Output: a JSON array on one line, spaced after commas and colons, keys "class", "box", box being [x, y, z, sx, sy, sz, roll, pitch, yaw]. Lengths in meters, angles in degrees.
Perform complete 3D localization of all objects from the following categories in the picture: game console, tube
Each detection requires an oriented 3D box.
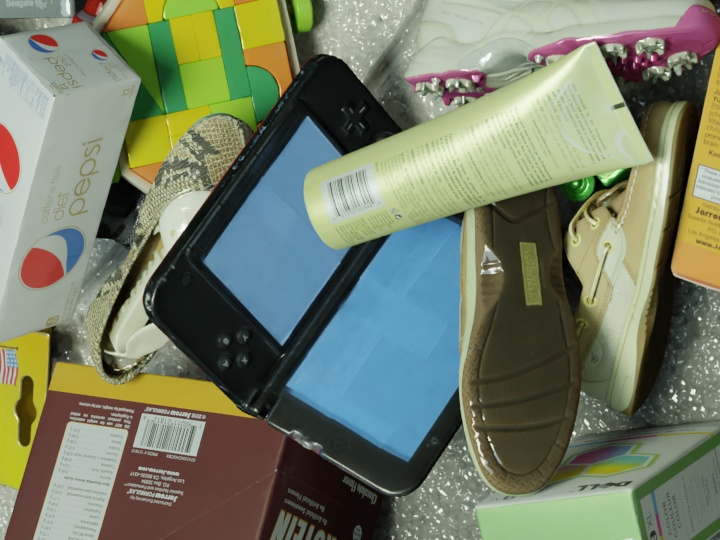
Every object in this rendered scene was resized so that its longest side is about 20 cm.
[{"class": "game console", "box": [0.000, 0.000, 1.353, 0.118, 0.201, 0.172, 14, 154, 49]}, {"class": "tube", "box": [0.063, -0.063, 1.281, 0.199, 0.058, 0.052, -19, 63, 29]}]

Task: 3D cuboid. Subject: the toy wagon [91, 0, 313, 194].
[{"class": "toy wagon", "box": [-0.094, -0.096, 1.434, 0.040, 0.154, 0.201, -169, 67, -75]}]

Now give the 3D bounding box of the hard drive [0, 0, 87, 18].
[{"class": "hard drive", "box": [-0.251, -0.273, 1.556, 0.139, 0.033, 0.202, 3, 103, 32]}]

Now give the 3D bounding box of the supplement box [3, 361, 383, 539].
[{"class": "supplement box", "box": [-0.112, 0.183, 1.462, 0.196, 0.133, 0.201, 5, 72, 31]}]

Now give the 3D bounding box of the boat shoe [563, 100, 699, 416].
[{"class": "boat shoe", "box": [0.151, -0.010, 1.322, 0.066, 0.074, 0.201, 18, 118, 18]}]

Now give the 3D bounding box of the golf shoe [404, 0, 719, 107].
[{"class": "golf shoe", "box": [0.112, -0.148, 1.287, 0.199, 0.075, 0.092, -4, 74, 35]}]

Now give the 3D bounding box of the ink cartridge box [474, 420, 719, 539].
[{"class": "ink cartridge box", "box": [0.135, 0.144, 1.304, 0.103, 0.200, 0.060, -10, 97, 33]}]

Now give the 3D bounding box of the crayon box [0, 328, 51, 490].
[{"class": "crayon box", "box": [-0.293, 0.077, 1.652, 0.199, 0.051, 0.128, 16, 109, 29]}]

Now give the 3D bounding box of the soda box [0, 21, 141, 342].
[{"class": "soda box", "box": [-0.200, -0.052, 1.403, 0.064, 0.068, 0.201, 46, 133, 29]}]

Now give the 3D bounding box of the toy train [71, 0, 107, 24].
[{"class": "toy train", "box": [-0.174, -0.159, 1.525, 0.034, 0.046, 0.201, 24, 113, 26]}]

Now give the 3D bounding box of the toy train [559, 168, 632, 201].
[{"class": "toy train", "box": [0.099, -0.127, 1.365, 0.056, 0.042, 0.200, -41, 78, 22]}]

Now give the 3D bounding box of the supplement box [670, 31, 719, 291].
[{"class": "supplement box", "box": [0.232, -0.088, 1.271, 0.068, 0.066, 0.201, 18, 110, 28]}]

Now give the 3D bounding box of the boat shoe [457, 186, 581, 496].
[{"class": "boat shoe", "box": [0.086, 0.037, 1.321, 0.076, 0.071, 0.201, 130, 146, -66]}]

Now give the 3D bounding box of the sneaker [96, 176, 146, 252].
[{"class": "sneaker", "box": [-0.141, -0.021, 1.492, 0.075, 0.114, 0.201, -30, 84, 40]}]

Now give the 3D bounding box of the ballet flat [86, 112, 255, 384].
[{"class": "ballet flat", "box": [-0.114, -0.003, 1.396, 0.067, 0.076, 0.200, 19, 127, -20]}]
